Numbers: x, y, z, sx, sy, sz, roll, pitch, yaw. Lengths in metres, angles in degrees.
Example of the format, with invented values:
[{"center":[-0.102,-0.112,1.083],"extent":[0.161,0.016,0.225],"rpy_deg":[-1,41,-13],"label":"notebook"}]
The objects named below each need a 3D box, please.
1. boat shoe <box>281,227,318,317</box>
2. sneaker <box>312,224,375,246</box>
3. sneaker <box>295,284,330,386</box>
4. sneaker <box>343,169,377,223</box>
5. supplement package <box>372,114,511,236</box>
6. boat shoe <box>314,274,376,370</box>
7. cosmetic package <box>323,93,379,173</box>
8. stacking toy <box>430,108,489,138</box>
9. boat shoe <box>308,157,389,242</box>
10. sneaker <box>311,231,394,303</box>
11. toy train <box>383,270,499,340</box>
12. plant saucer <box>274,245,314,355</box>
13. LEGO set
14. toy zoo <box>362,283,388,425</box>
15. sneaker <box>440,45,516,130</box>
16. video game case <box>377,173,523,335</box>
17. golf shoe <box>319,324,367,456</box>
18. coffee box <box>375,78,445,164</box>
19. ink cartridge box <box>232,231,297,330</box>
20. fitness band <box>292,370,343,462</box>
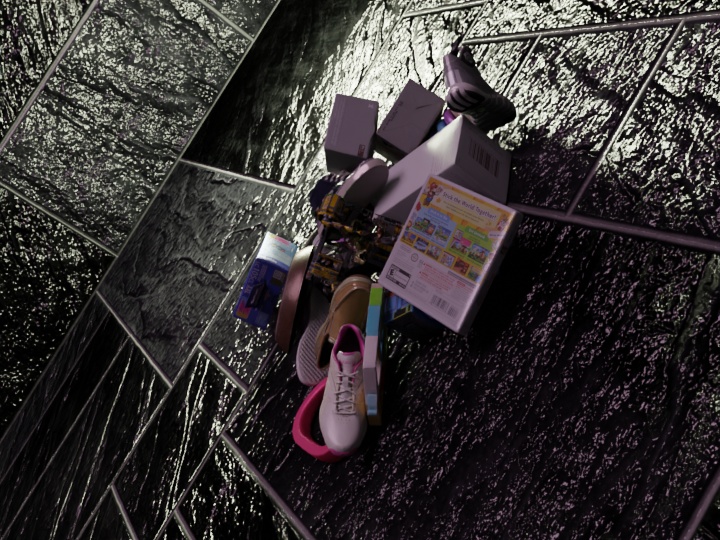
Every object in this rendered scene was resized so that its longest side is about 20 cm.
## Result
[{"center":[-0.101,-0.003,1.954],"extent":[0.201,0.075,0.074],"rpy_deg":[-62,19,-12],"label":"boat shoe"},{"center":[0.003,-0.069,1.843],"extent":[0.201,0.072,0.115],"rpy_deg":[-50,38,17],"label":"sneaker"},{"center":[-0.081,0.127,1.780],"extent":[0.114,0.072,0.202],"rpy_deg":[125,160,-54],"label":"sneaker"},{"center":[0.000,-0.092,1.759],"extent":[0.100,0.070,0.200],"rpy_deg":[-54,41,7],"label":"sneaker"},{"center":[0.130,-0.133,1.622],"extent":[0.199,0.116,0.118],"rpy_deg":[-33,33,41],"label":"supplement package"},{"center":[-0.025,0.091,1.605],"extent":[0.201,0.071,0.077],"rpy_deg":[114,175,-46],"label":"boat shoe"},{"center":[-0.015,-0.234,1.809],"extent":[0.200,0.089,0.108],"rpy_deg":[78,-156,-80],"label":"cosmetic package"},{"center":[0.135,-0.198,1.749],"extent":[0.201,0.085,0.086],"rpy_deg":[-52,24,23],"label":"stacking toy"},{"center":[-0.028,-0.142,1.680],"extent":[0.200,0.074,0.093],"rpy_deg":[-50,53,40],"label":"boat shoe"},{"center":[0.000,0.000,1.723],"extent":[0.197,0.076,0.115],"rpy_deg":[-10,53,25],"label":"sneaker"},{"center":[0.119,0.023,1.497],"extent":[0.199,0.086,0.115],"rpy_deg":[-29,44,42],"label":"toy train"},{"center":[-0.121,0.050,1.810],"extent":[0.200,0.034,0.203],"rpy_deg":[14,-90,-89],"label":"plant saucer"},{"center":[-0.003,-0.020,1.604],"extent":[0.154,0.198,0.117],"rpy_deg":[126,166,-62],"label":"LEGO set"},{"center":[0.022,0.136,1.504],"extent":[0.201,0.020,0.132],"rpy_deg":[-83,-9,-45],"label":"toy zoo"},{"center":[0.186,-0.302,1.615],"extent":[0.074,0.199,0.117],"rpy_deg":[-22,73,24],"label":"sneaker"},{"center":[0.123,-0.028,1.432],"extent":[0.199,0.023,0.184],"rpy_deg":[31,98,51],"label":"video game case"},{"center":[-0.024,0.172,1.489],"extent":[0.092,0.074,0.202],"rpy_deg":[86,-175,-56],"label":"golf shoe"},{"center":[0.087,-0.256,1.809],"extent":[0.114,0.079,0.200],"rpy_deg":[-58,-2,-1],"label":"coffee box"},{"center":[-0.188,0.024,1.990],"extent":[0.200,0.076,0.138],"rpy_deg":[-88,21,-71],"label":"ink cartridge box"},{"center":[-0.047,0.228,1.605],"extent":[0.145,0.037,0.200],"rpy_deg":[-60,23,-8],"label":"fitness band"}]
